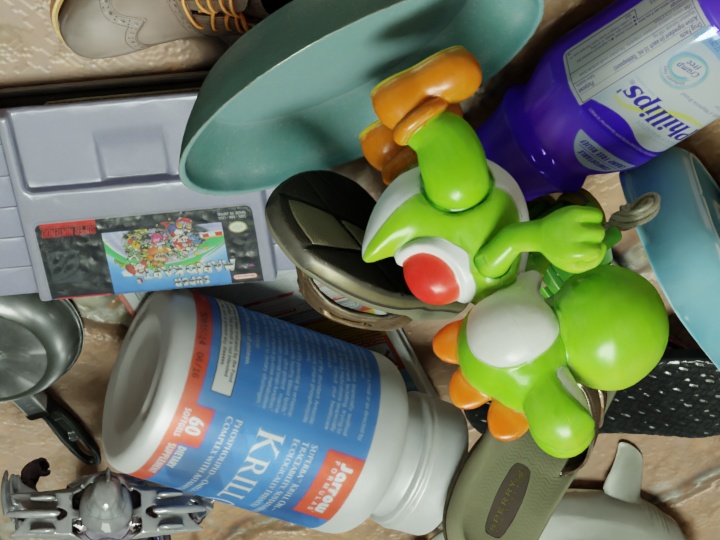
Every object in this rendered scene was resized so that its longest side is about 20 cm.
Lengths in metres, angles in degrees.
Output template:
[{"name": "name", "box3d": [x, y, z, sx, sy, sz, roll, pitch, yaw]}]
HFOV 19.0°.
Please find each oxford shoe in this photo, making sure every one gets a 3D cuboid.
[{"name": "oxford shoe", "box3d": [-0.069, -0.145, 1.050, 0.199, 0.073, 0.071, -23, 134, 22]}]

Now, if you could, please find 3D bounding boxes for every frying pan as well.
[{"name": "frying pan", "box3d": [-0.224, 0.068, 1.317, 0.114, 0.031, 0.191, 0, 135, 0]}]

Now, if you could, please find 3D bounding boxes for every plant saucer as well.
[{"name": "plant saucer", "box3d": [-0.005, -0.102, 1.059, 0.199, 0.036, 0.200, -25, 167, -6]}]

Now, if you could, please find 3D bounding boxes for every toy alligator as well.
[{"name": "toy alligator", "box3d": [0.111, -0.008, 1.154, 0.054, 0.059, 0.200, 60, 158, -12]}]

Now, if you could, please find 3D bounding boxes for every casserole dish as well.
[{"name": "casserole dish", "box3d": [0.203, 0.006, 1.195, 0.039, 0.122, 0.200, -27, 136, 17]}]

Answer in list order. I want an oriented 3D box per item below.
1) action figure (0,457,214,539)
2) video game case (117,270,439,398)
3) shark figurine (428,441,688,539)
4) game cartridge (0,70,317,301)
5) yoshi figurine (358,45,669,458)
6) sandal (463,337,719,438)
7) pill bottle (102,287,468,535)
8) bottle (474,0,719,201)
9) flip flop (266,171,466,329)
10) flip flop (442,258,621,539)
[{"name": "action figure", "box3d": [-0.154, 0.148, 1.313, 0.129, 0.070, 0.200, 9, 163, -2]}, {"name": "video game case", "box3d": [-0.048, 0.044, 1.304, 0.142, 0.018, 0.200, -15, 136, 13]}, {"name": "shark figurine", "box3d": [0.121, 0.187, 1.420, 0.213, 0.090, 0.129, -5, 137, 0]}, {"name": "game cartridge", "box3d": [-0.119, -0.045, 1.177, 0.198, 0.038, 0.130, -5, 124, 3]}, {"name": "yoshi figurine", "box3d": [0.083, -0.010, 1.058, 0.112, 0.201, 0.112, -36, 163, 33]}, {"name": "sandal", "box3d": [0.158, 0.067, 1.328, 0.199, 0.045, 0.075, -5, 134, 25]}, {"name": "pill bottle", "box3d": [-0.041, 0.089, 1.256, 0.199, 0.113, 0.112, 19, 134, -21]}, {"name": "bottle", "box3d": [0.134, -0.093, 1.122, 0.199, 0.066, 0.083, -32, 139, 29]}, {"name": "flip flop", "box3d": [0.000, 0.000, 1.155, 0.057, 0.081, 0.200, -35, 164, 14]}, {"name": "flip flop", "box3d": [0.109, 0.083, 1.244, 0.081, 0.201, 0.058, 28, 171, -16]}]
